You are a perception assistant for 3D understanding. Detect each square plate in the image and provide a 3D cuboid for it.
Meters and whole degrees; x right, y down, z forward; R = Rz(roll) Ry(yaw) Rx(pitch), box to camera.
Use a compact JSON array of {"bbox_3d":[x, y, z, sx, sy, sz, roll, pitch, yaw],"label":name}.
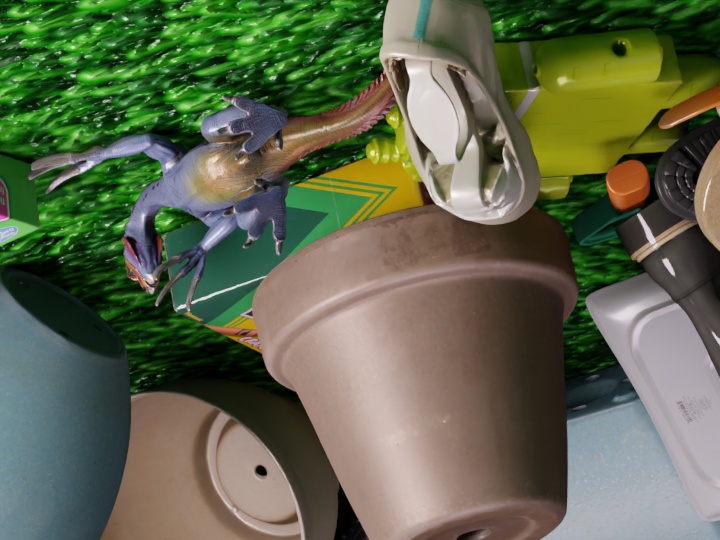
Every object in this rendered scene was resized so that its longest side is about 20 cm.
[{"bbox_3d":[0.284,0.075,1.628,0.198,0.200,0.028,-23,-167,29],"label":"square plate"}]

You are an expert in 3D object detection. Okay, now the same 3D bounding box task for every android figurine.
[{"bbox_3d":[0.103,-0.087,1.300,0.200,0.041,0.182,-5,159,-19],"label":"android figurine"}]

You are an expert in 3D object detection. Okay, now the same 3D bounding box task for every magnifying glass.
[{"bbox_3d":[0.166,-0.044,1.410,0.079,0.022,0.200,-22,174,5],"label":"magnifying glass"}]

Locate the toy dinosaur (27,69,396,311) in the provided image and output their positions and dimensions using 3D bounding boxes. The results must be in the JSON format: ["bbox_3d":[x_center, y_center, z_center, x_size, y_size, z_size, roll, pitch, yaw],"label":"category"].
[{"bbox_3d":[-0.075,-0.040,1.278,0.200,0.105,0.181,-19,-177,-14],"label":"toy dinosaur"}]

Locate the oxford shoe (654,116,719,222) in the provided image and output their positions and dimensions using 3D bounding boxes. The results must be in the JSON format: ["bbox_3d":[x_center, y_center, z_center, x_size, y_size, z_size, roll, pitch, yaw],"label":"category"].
[{"bbox_3d":[0.256,-0.066,1.360,0.200,0.073,0.084,-13,-178,-21],"label":"oxford shoe"}]

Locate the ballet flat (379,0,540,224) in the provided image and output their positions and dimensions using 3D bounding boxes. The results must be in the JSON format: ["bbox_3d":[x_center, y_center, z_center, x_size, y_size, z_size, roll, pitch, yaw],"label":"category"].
[{"bbox_3d":[0.051,-0.070,1.202,0.069,0.070,0.200,-14,140,9],"label":"ballet flat"}]

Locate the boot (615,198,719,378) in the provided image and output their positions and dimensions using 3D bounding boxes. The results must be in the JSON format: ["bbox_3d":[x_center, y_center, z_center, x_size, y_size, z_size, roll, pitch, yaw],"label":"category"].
[{"bbox_3d":[0.248,0.011,1.434,0.200,0.138,0.077,-18,165,-49],"label":"boot"}]

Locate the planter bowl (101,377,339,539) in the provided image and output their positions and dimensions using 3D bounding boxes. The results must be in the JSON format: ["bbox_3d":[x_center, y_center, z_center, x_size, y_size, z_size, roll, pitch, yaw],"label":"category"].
[{"bbox_3d":[-0.096,0.164,1.688,0.200,0.200,0.135,-24,-178,32],"label":"planter bowl"}]

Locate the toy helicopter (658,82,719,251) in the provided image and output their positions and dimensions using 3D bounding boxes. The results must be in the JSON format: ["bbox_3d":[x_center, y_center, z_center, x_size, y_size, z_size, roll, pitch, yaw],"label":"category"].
[{"bbox_3d":[0.256,-0.091,1.252,0.132,0.079,0.200,34,102,-12],"label":"toy helicopter"}]

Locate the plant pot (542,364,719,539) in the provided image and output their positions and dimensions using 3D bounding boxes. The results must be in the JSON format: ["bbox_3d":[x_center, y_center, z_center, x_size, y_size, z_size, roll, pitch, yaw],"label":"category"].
[{"bbox_3d":[0.211,0.184,1.810,0.196,0.200,0.196,-17,-168,19],"label":"plant pot"}]

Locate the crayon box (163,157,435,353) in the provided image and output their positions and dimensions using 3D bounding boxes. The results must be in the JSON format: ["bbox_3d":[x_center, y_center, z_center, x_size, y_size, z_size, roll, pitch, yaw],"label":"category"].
[{"bbox_3d":[0.000,0.000,1.449,0.172,0.058,0.200,-19,158,20],"label":"crayon box"}]

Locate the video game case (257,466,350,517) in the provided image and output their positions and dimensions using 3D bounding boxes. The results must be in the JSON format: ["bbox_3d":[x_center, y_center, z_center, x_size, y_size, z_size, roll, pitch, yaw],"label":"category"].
[{"bbox_3d":[0.000,0.171,1.860,0.200,0.018,0.143,-2,-169,-21],"label":"video game case"}]

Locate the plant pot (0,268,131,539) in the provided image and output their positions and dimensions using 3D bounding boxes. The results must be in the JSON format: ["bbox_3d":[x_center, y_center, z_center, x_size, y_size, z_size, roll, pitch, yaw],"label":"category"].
[{"bbox_3d":[-0.218,0.080,1.409,0.135,0.200,0.200,-54,146,11],"label":"plant pot"}]

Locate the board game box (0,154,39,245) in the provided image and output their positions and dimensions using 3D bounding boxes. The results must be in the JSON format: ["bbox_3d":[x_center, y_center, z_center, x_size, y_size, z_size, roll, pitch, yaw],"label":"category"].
[{"bbox_3d":[-0.296,-0.036,1.230,0.153,0.040,0.200,-23,157,29],"label":"board game box"}]

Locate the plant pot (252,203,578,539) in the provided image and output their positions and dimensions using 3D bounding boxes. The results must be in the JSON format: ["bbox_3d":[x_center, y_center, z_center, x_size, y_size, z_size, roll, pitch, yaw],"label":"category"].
[{"bbox_3d":[0.049,0.077,1.355,0.200,0.175,0.200,-12,156,-5],"label":"plant pot"}]

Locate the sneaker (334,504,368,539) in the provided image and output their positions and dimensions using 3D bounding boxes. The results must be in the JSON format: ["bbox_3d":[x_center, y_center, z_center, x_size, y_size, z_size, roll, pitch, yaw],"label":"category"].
[{"bbox_3d":[0.008,0.190,1.740,0.200,0.076,0.088,-24,128,13],"label":"sneaker"}]
